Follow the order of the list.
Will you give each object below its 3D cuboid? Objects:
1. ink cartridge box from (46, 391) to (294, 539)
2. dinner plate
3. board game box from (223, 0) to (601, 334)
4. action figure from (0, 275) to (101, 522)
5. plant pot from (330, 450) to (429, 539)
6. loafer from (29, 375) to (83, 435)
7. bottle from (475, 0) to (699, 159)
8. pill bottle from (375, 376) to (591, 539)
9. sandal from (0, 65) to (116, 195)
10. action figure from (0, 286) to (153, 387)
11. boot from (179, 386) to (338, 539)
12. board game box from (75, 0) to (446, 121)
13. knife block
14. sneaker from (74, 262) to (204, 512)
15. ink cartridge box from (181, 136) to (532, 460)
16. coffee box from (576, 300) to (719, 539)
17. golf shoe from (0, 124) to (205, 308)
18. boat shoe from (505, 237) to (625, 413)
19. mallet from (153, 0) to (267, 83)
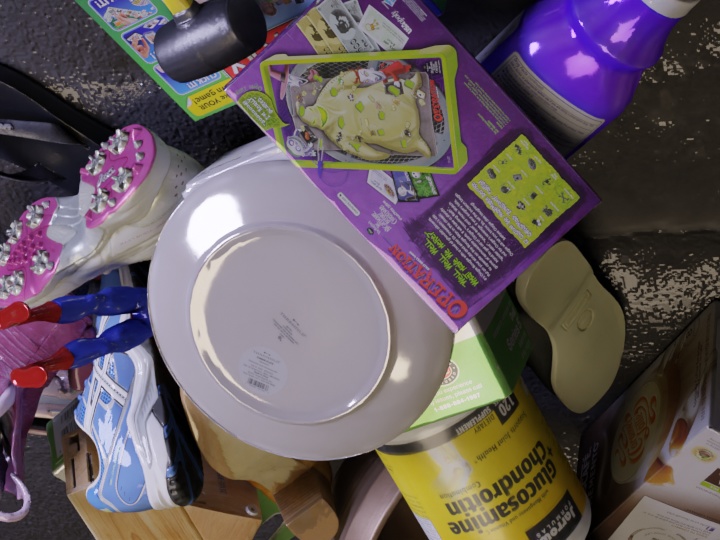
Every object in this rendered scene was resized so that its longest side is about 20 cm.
[{"bbox_3d":[-0.134,0.152,1.474,0.104,0.059,0.200,-40,126,17],"label":"ink cartridge box"},{"bbox_3d":[-0.042,0.030,1.180,0.199,0.024,0.201,7,113,16],"label":"dinner plate"},{"bbox_3d":[0.031,-0.074,1.111,0.120,0.032,0.200,-42,102,4],"label":"board game box"},{"bbox_3d":[-0.249,0.060,1.364,0.134,0.200,0.149,36,174,-17],"label":"action figure"},{"bbox_3d":[0.040,0.184,1.458,0.093,0.201,0.201,30,154,38],"label":"plant pot"},{"bbox_3d":[-0.211,0.122,1.510,0.199,0.063,0.072,17,141,-5],"label":"loafer"},{"bbox_3d":[0.122,-0.121,1.133,0.083,0.065,0.200,35,136,-12],"label":"bottle"},{"bbox_3d":[0.092,0.152,1.324,0.112,0.112,0.200,-17,115,31],"label":"pill bottle"},{"bbox_3d":[-0.221,-0.085,1.284,0.199,0.043,0.076,23,139,-13],"label":"sandal"},{"bbox_3d":[-0.130,0.026,1.257,0.099,0.200,0.066,-12,93,39],"label":"action figure"},{"bbox_3d":[-0.084,0.100,1.398,0.071,0.144,0.201,-31,123,2],"label":"boot"},{"bbox_3d":[-0.065,-0.173,1.151,0.199,0.029,0.135,-20,130,33],"label":"board game box"},{"bbox_3d":[-0.153,0.216,1.439,0.199,0.064,0.176,15,123,-24],"label":"knife block"},{"bbox_3d":[-0.167,0.076,1.341,0.077,0.201,0.076,-18,152,14],"label":"sneaker"},{"bbox_3d":[0.000,0.000,1.215,0.145,0.084,0.201,-20,104,24],"label":"ink cartridge box"},{"bbox_3d":[0.231,0.130,1.362,0.079,0.115,0.200,22,139,-11],"label":"coffee box"},{"bbox_3d":[-0.172,-0.020,1.285,0.091,0.076,0.200,20,143,-36],"label":"golf shoe"},{"bbox_3d":[0.131,0.029,1.315,0.063,0.074,0.202,30,164,36],"label":"boat shoe"},{"bbox_3d":[-0.126,-0.192,1.098,0.066,0.041,0.200,-12,130,29],"label":"mallet"}]
